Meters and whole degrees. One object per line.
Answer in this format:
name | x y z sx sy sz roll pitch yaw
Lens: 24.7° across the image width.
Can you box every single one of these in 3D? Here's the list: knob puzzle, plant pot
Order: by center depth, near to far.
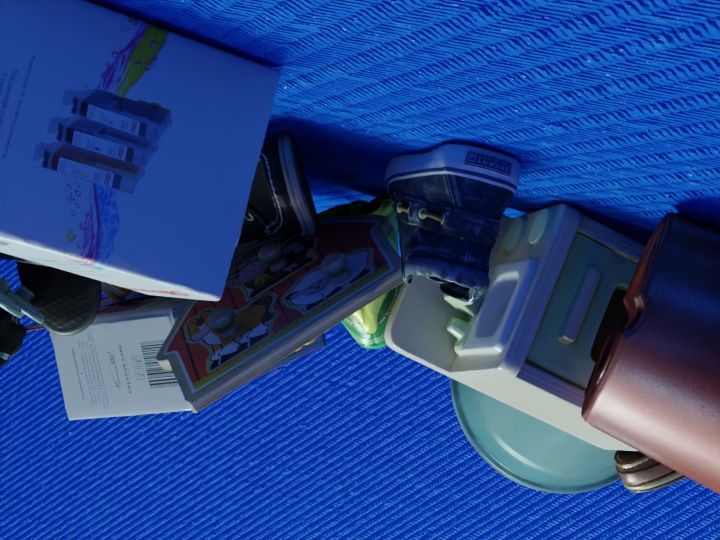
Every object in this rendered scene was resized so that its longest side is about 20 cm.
plant pot | 0.258 0.066 1.058 0.195 0.201 0.201 23 175 6
knob puzzle | -0.068 0.008 1.197 0.220 0.220 0.030 7 134 57
plant pot | 0.184 0.077 1.363 0.200 0.200 0.196 15 167 0

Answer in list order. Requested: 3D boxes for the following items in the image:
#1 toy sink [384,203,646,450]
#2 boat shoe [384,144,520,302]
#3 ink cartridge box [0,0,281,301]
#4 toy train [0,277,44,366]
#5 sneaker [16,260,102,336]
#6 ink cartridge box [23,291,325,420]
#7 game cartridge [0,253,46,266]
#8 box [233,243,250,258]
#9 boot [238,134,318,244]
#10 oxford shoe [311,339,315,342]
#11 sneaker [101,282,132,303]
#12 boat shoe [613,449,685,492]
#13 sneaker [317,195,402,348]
toy sink | 0.141 0.033 1.186 0.200 0.131 0.112 27 167 -14
boat shoe | 0.049 -0.028 1.110 0.071 0.091 0.200 16 175 -8
ink cartridge box | -0.174 -0.076 0.966 0.200 0.145 0.145 18 173 -26
toy train | -0.305 0.022 1.179 0.114 0.085 0.200 33 175 11
sneaker | -0.241 -0.049 1.298 0.067 0.202 0.108 -18 179 2
ink cartridge box | -0.158 0.056 1.373 0.175 0.084 0.200 -7 -172 32
game cartridge | -0.283 -0.038 1.151 0.133 0.042 0.200 15 175 -43
box | -0.137 -0.054 1.439 0.095 0.078 0.200 17 174 -27
boot | -0.116 -0.044 1.200 0.154 0.074 0.204 -15 -177 -9
oxford shoe | -0.055 0.033 1.276 0.071 0.073 0.200 -23 -163 22
sneaker | -0.197 -0.063 1.369 0.075 0.090 0.200 46 -165 -48
boat shoe | 0.266 0.086 1.226 0.068 0.200 0.072 52 -179 -15
sneaker | 0.000 0.000 1.289 0.074 0.084 0.200 -11 -157 7
